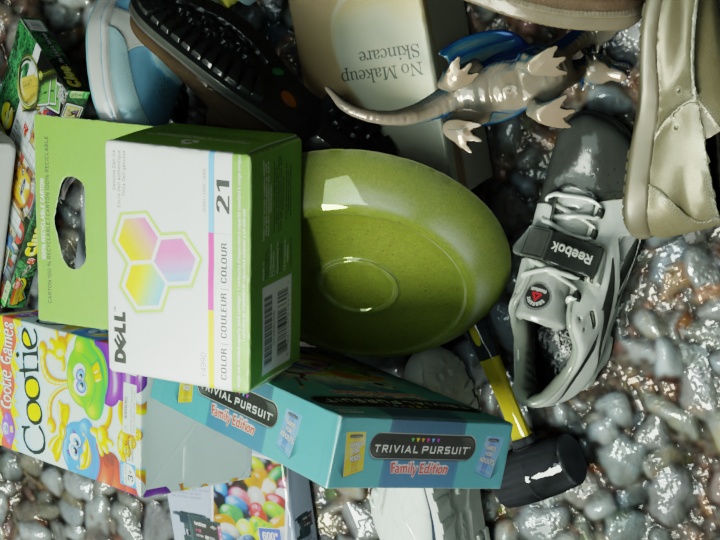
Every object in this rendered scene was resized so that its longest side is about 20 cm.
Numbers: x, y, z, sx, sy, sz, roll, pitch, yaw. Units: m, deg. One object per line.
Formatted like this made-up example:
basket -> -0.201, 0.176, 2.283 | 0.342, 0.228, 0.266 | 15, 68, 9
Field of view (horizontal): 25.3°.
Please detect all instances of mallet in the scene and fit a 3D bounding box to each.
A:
mallet -> 0.101, 0.066, 1.122 | 0.065, 0.041, 0.202 | -14, 95, 32

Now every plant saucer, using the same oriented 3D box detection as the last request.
plant saucer -> 0.000, 0.000, 1.060 | 0.197, 0.031, 0.201 | 5, 140, 5

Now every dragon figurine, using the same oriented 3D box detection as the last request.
dragon figurine -> 0.082, -0.117, 1.011 | 0.197, 0.100, 0.060 | -13, 105, 8

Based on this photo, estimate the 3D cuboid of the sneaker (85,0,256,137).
sneaker -> -0.109, -0.179, 1.086 | 0.129, 0.080, 0.202 | -8, 62, 24

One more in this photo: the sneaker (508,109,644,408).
sneaker -> 0.138, -0.001, 1.050 | 0.073, 0.088, 0.203 | 13, 110, 25

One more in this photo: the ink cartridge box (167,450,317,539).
ink cartridge box -> -0.098, 0.163, 1.257 | 0.118, 0.042, 0.203 | 1, 104, 29

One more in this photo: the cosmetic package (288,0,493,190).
cosmetic package -> 0.016, -0.147, 1.076 | 0.104, 0.071, 0.203 | -6, 103, 29

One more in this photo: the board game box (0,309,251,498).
board game box -> -0.180, 0.091, 1.196 | 0.199, 0.102, 0.106 | 9, 100, 47

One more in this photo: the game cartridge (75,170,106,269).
game cartridge -> -0.101, -0.008, 1.133 | 0.197, 0.042, 0.134 | 13, 143, -6

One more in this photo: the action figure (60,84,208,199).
action figure -> -0.142, -0.087, 1.159 | 0.198, 0.120, 0.102 | 1, 145, 23

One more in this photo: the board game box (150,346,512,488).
board game box -> -0.022, 0.092, 1.064 | 0.199, 0.150, 0.048 | 18, 98, 48

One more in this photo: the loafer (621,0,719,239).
loafer -> 0.205, -0.116, 0.987 | 0.067, 0.076, 0.203 | 9, 111, 17

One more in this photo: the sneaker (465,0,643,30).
sneaker -> 0.082, -0.202, 0.967 | 0.197, 0.071, 0.076 | 15, 116, 1

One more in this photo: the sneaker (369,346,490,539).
sneaker -> 0.041, 0.151, 1.162 | 0.080, 0.076, 0.203 | 8, 107, 37

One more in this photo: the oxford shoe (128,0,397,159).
oxford shoe -> -0.078, -0.102, 1.039 | 0.200, 0.073, 0.084 | 41, 128, -6

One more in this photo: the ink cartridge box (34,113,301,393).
ink cartridge box -> -0.140, -0.015, 1.012 | 0.198, 0.076, 0.150 | 7, 105, 22

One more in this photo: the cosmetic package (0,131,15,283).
cosmetic package -> -0.385, -0.031, 1.248 | 0.164, 0.164, 0.202 | 35, 123, 42

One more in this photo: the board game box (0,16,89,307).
board game box -> -0.262, -0.082, 1.245 | 0.105, 0.023, 0.202 | 53, 131, 41
